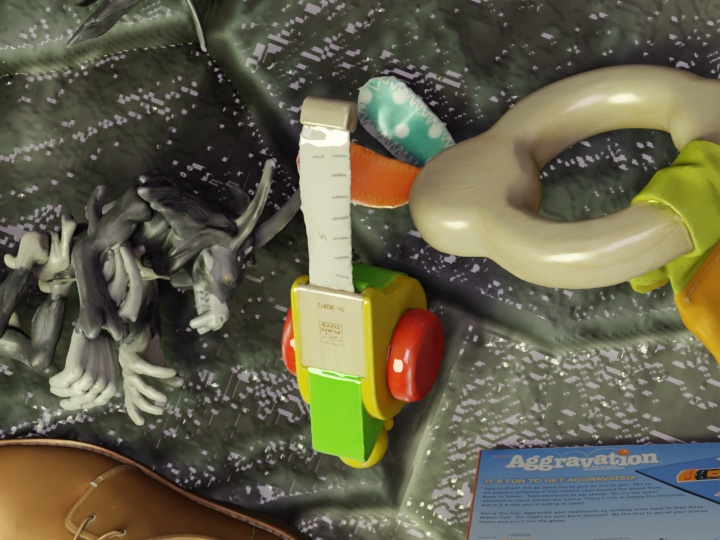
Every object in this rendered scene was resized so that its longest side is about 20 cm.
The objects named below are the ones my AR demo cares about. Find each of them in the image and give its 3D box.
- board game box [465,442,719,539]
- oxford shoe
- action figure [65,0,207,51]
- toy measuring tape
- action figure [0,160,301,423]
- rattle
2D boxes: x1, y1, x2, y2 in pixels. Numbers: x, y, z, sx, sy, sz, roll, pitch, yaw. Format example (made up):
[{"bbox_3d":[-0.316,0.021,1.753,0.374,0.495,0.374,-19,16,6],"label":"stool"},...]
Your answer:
[{"bbox_3d":[0.147,0.107,1.174,0.199,0.103,0.020,-2,117,9],"label":"board game box"},{"bbox_3d":[-0.117,0.122,1.230,0.199,0.071,0.072,12,96,9],"label":"oxford shoe"},{"bbox_3d":[-0.136,-0.181,1.204,0.200,0.102,0.119,39,86,7],"label":"action figure"},{"bbox_3d":[0.000,0.000,1.186,0.073,0.074,0.201,3,124,8],"label":"toy measuring tape"},{"bbox_3d":[-0.116,0.017,1.198,0.199,0.119,0.102,-16,75,19],"label":"action figure"},{"bbox_3d":[0.088,-0.016,1.214,0.199,0.143,0.131,-7,59,24],"label":"rattle"}]
